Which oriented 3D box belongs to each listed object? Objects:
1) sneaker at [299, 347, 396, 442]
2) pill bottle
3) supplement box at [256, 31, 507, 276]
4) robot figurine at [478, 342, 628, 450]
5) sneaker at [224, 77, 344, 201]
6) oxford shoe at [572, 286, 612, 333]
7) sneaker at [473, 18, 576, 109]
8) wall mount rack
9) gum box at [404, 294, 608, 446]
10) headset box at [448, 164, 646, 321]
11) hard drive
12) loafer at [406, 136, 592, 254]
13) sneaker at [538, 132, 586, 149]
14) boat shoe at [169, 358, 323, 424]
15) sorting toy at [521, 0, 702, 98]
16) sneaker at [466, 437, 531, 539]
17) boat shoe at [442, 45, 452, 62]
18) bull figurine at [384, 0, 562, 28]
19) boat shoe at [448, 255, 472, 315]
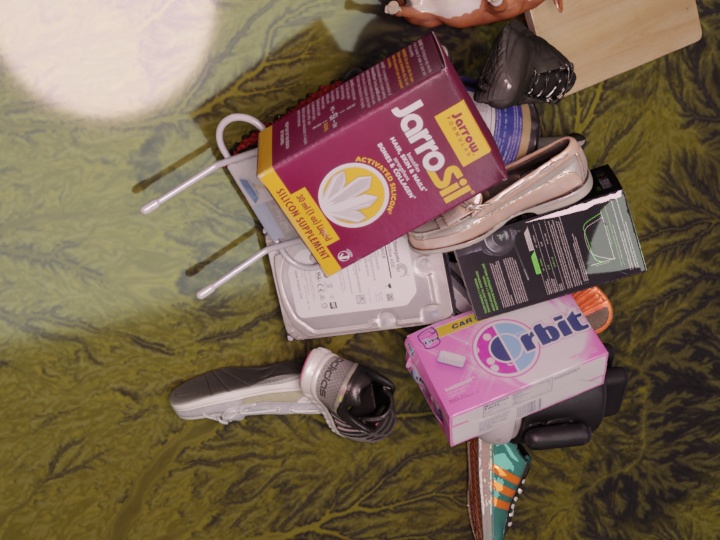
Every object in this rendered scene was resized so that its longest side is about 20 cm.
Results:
[{"bbox_3d":[0.005,0.156,1.264,0.074,0.087,0.200,-59,146,-15],"label":"sneaker"},{"bbox_3d":[0.077,-0.151,1.156,0.198,0.112,0.113,8,102,-23],"label":"pill bottle"},{"bbox_3d":[0.018,-0.107,1.043,0.199,0.104,0.131,-29,118,12],"label":"supplement box"},{"bbox_3d":[0.212,0.137,1.309,0.198,0.150,0.126,-5,91,-12],"label":"robot figurine"},{"bbox_3d":[-0.048,-0.140,1.225,0.199,0.079,0.096,-30,116,3],"label":"sneaker"},{"bbox_3d":[0.227,-0.011,1.341,0.071,0.073,0.201,-36,94,15],"label":"oxford shoe"},{"bbox_3d":[0.171,-0.200,1.110,0.090,0.200,0.076,27,119,5],"label":"sneaker"},{"bbox_3d":[-0.123,-0.056,1.172,0.172,0.075,0.201,-15,119,28],"label":"wall mount rack"},{"bbox_3d":[0.155,0.100,1.215,0.198,0.114,0.066,-21,143,-9],"label":"gum box"},{"bbox_3d":[0.195,-0.032,1.214,0.198,0.174,0.094,-17,101,12],"label":"headset box"},{"bbox_3d":[0.000,0.000,1.242,0.198,0.038,0.141,-7,108,13],"label":"hard drive"},{"bbox_3d":[0.134,-0.081,1.123,0.198,0.072,0.063,-20,130,7],"label":"loafer"},{"bbox_3d":[0.172,-0.134,1.285,0.198,0.074,0.080,-15,73,-17],"label":"sneaker"},{"bbox_3d":[-0.118,0.147,1.272,0.200,0.074,0.066,-9,106,-23],"label":"boat shoe"},{"bbox_3d":[0.267,-0.327,1.266,0.198,0.070,0.201,-23,109,-10],"label":"sorting toy"},{"bbox_3d":[0.178,0.262,1.387,0.079,0.071,0.202,-4,104,-11],"label":"sneaker"},{"bbox_3d":[0.046,-0.157,1.242,0.060,0.074,0.201,35,88,-28],"label":"boat shoe"},{"bbox_3d":[0.122,-0.295,1.171,0.198,0.121,0.066,-6,89,27],"label":"bull figurine"},{"bbox_3d":[0.078,0.012,1.298,0.200,0.072,0.068,43,120,-12],"label":"boat shoe"}]
